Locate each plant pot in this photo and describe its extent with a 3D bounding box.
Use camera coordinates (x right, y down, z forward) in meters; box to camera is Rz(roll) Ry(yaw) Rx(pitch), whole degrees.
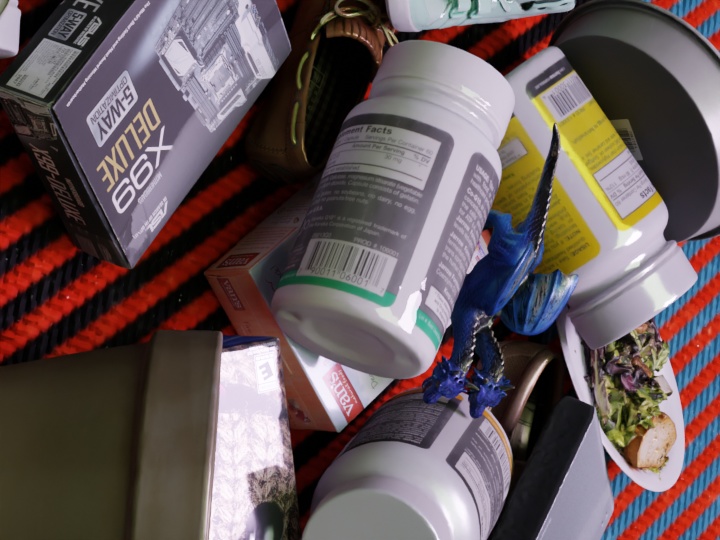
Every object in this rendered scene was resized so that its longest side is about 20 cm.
[{"bbox_3d":[-0.165,0.126,1.064,0.172,0.200,0.201,4,87,-2],"label":"plant pot"}]

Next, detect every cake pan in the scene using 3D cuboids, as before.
[{"bbox_3d":[0.203,-0.103,1.459,0.037,0.200,0.201,-35,112,-34],"label":"cake pan"}]

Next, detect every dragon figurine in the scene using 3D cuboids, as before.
[{"bbox_3d":[0.105,0.006,1.341,0.059,0.099,0.200,31,100,-36],"label":"dragon figurine"}]

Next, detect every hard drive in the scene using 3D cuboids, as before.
[{"bbox_3d":[0.139,0.191,1.443,0.140,0.033,0.200,-62,158,-19],"label":"hard drive"}]

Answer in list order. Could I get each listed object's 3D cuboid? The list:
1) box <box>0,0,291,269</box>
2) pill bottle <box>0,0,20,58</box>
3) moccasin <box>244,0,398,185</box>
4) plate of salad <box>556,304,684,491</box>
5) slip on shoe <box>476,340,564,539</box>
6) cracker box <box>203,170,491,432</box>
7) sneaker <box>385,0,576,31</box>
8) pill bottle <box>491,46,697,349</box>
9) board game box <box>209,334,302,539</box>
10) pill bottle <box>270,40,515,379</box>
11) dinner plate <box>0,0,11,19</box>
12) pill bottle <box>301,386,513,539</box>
[{"bbox_3d":[-0.129,-0.126,1.229,0.200,0.050,0.158,-56,150,-26],"label":"box"},{"bbox_3d":[-0.239,-0.225,1.128,0.119,0.119,0.201,3,89,-41],"label":"pill bottle"},{"bbox_3d":[-0.013,-0.152,1.351,0.074,0.078,0.202,43,62,-32],"label":"moccasin"},{"bbox_3d":[0.209,0.071,1.523,0.200,0.048,0.201,38,40,-41],"label":"plate of salad"},{"bbox_3d":[0.112,0.151,1.471,0.076,0.060,0.201,22,75,-39],"label":"slip on shoe"},{"bbox_3d":[0.000,0.000,1.377,0.200,0.058,0.134,-42,115,-34],"label":"cracker box"},{"bbox_3d":[0.090,-0.208,1.365,0.200,0.118,0.074,-23,107,-67],"label":"sneaker"},{"bbox_3d":[0.150,-0.051,1.432,0.114,0.114,0.200,-35,92,-35],"label":"pill bottle"},{"bbox_3d":[-0.129,0.151,1.239,0.159,0.097,0.201,-11,97,-40],"label":"board game box"},{"bbox_3d":[0.026,-0.041,1.289,0.113,0.113,0.201,37,65,-35],"label":"pill bottle"},{"bbox_3d":[-0.262,-0.195,1.061,0.024,0.199,0.201,-4,93,-66],"label":"dinner plate"},{"bbox_3d":[0.031,0.157,1.312,0.200,0.116,0.117,-41,121,-70],"label":"pill bottle"}]
